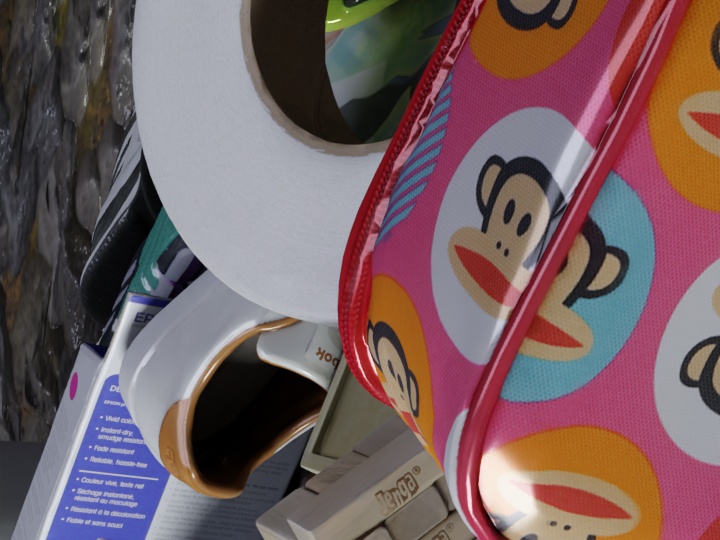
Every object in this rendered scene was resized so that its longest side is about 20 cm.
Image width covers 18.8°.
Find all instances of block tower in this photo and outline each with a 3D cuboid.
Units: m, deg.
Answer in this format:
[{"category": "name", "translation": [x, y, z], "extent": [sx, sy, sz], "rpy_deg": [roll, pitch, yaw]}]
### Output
[{"category": "block tower", "translation": [0.044, 0.131, 0.599], "extent": [0.201, 0.054, 0.058], "rpy_deg": [61, 161, -18]}]

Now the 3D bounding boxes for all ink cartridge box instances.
[{"category": "ink cartridge box", "translation": [-0.081, 0.087, 0.866], "extent": [0.037, 0.094, 0.201], "rpy_deg": [-111, 38, -49]}]

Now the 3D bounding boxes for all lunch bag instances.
[{"category": "lunch bag", "translation": [0.110, -0.018, 0.421], "extent": [0.177, 0.199, 0.082], "rpy_deg": [-64, 31, 15]}]

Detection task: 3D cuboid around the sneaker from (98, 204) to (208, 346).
[{"category": "sneaker", "translation": [-0.046, 0.003, 0.883], "extent": [0.200, 0.087, 0.075], "rpy_deg": [133, 159, -68]}]

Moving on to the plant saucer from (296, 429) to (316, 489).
[{"category": "plant saucer", "translation": [0.019, 0.087, 0.809], "extent": [0.200, 0.032, 0.202], "rpy_deg": [-177, 90, -65]}]

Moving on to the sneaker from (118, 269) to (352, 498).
[{"category": "sneaker", "translation": [0.000, 0.000, 0.764], "extent": [0.200, 0.073, 0.085], "rpy_deg": [-51, 33, 9]}]

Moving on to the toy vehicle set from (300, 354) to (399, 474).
[{"category": "toy vehicle set", "translation": [0.051, -0.020, 0.685], "extent": [0.124, 0.026, 0.201], "rpy_deg": [6, 72, 66]}]

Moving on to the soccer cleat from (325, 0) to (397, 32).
[{"category": "soccer cleat", "translation": [0.033, -0.163, 0.710], "extent": [0.201, 0.064, 0.084], "rpy_deg": [-60, -2, 1]}]

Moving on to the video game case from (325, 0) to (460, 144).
[{"category": "video game case", "translation": [0.041, -0.095, 0.691], "extent": [0.201, 0.022, 0.182], "rpy_deg": [-53, 28, 7]}]

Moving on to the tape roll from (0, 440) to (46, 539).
[{"category": "tape roll", "translation": [-0.206, 0.190, 1.153], "extent": [0.202, 0.138, 0.205], "rpy_deg": [-175, 90, -66]}]

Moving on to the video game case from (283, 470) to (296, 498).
[{"category": "video game case", "translation": [-0.075, 0.177, 0.961], "extent": [0.143, 0.019, 0.202], "rpy_deg": [-175, 91, -65]}]

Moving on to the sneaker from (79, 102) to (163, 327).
[{"category": "sneaker", "translation": [-0.069, -0.075, 0.977], "extent": [0.201, 0.075, 0.116], "rpy_deg": [-51, 28, 34]}]

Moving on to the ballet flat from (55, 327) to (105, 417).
[{"category": "ballet flat", "translation": [-0.118, 0.096, 1.065], "extent": [0.072, 0.071, 0.202], "rpy_deg": [149, 123, -60]}]

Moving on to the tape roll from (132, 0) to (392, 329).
[{"category": "tape roll", "translation": [0.016, -0.082, 0.608], "extent": [0.202, 0.037, 0.205], "rpy_deg": [-13, 71, 40]}]
